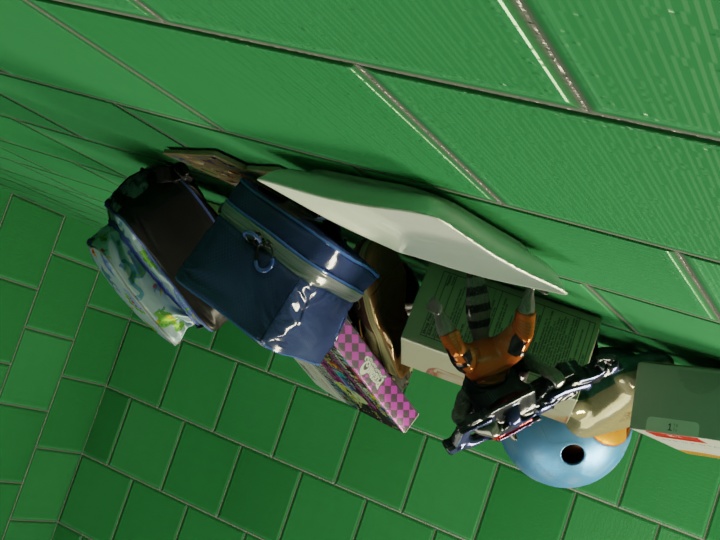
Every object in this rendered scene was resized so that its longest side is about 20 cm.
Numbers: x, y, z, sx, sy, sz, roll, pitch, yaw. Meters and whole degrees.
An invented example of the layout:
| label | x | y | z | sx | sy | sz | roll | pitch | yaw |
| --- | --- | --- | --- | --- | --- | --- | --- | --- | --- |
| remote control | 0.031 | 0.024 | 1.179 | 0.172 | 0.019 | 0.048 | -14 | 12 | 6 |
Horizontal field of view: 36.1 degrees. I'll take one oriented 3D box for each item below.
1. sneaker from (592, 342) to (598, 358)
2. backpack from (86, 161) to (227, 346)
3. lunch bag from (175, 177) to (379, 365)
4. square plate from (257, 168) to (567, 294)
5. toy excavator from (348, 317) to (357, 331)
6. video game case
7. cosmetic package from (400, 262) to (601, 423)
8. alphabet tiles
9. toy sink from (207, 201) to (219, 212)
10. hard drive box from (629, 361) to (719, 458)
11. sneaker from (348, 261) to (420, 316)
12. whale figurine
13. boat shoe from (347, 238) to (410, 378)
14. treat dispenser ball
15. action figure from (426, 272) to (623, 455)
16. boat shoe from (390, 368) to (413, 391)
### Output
| label | x | y | z | sx | sy | sz | roll | pitch | yaw |
| --- | --- | --- | --- | --- | --- | --- | --- | --- | --- |
| sneaker | 0.221 | 0.106 | 1.304 | 0.089 | 0.068 | 0.199 | 2 | -165 | 36 |
| backpack | -0.219 | -0.024 | 1.248 | 0.184 | 0.146 | 0.200 | 53 | 174 | -19 |
| lunch bag | -0.073 | -0.006 | 1.054 | 0.135 | 0.133 | 0.200 | 35 | -179 | 17 |
| square plate | 0.046 | -0.037 | 0.902 | 0.198 | 0.029 | 0.197 | 15 | 173 | 44 |
| toy excavator | 0.046 | 0.039 | 1.429 | 0.196 | 0.102 | 0.194 | -4 | 178 | 10 |
| video game case | -0.040 | 0.094 | 1.300 | 0.180 | 0.036 | 0.201 | 22 | 155 | 49 |
| cosmetic package | 0.151 | 0.078 | 1.210 | 0.197 | 0.104 | 0.088 | 20 | 157 | 10 |
| alphabet tiles | -0.082 | -0.081 | 1.059 | 0.166 | 0.008 | 0.199 | 23 | 174 | -31 |
| toy sink | -0.160 | -0.011 | 1.533 | 0.129 | 0.114 | 0.200 | 17 | 169 | 28 |
| hard drive box | 0.408 | 0.163 | 1.229 | 0.154 | 0.078 | 0.199 | 4 | 166 | 36 |
| sneaker | 0.000 | 0.000 | 1.333 | 0.200 | 0.100 | 0.070 | 46 | -138 | 18 |
| whale figurine | 0.315 | 0.133 | 1.365 | 0.157 | 0.105 | 0.201 | -13 | 158 | -10 |
| boat shoe | 0.011 | 0.039 | 1.235 | 0.071 | 0.073 | 0.201 | 15 | 144 | 28 |
| treat dispenser ball | 0.298 | 0.214 | 1.616 | 0.198 | 0.204 | 0.201 | 19 | 175 | 2 |
| action figure | 0.153 | 0.085 | 1.092 | 0.197 | 0.196 | 0.105 | -19 | -142 | -13 |
| boat shoe | 0.034 | 0.127 | 1.422 | 0.072 | 0.066 | 0.200 | 9 | 175 | 19 |
